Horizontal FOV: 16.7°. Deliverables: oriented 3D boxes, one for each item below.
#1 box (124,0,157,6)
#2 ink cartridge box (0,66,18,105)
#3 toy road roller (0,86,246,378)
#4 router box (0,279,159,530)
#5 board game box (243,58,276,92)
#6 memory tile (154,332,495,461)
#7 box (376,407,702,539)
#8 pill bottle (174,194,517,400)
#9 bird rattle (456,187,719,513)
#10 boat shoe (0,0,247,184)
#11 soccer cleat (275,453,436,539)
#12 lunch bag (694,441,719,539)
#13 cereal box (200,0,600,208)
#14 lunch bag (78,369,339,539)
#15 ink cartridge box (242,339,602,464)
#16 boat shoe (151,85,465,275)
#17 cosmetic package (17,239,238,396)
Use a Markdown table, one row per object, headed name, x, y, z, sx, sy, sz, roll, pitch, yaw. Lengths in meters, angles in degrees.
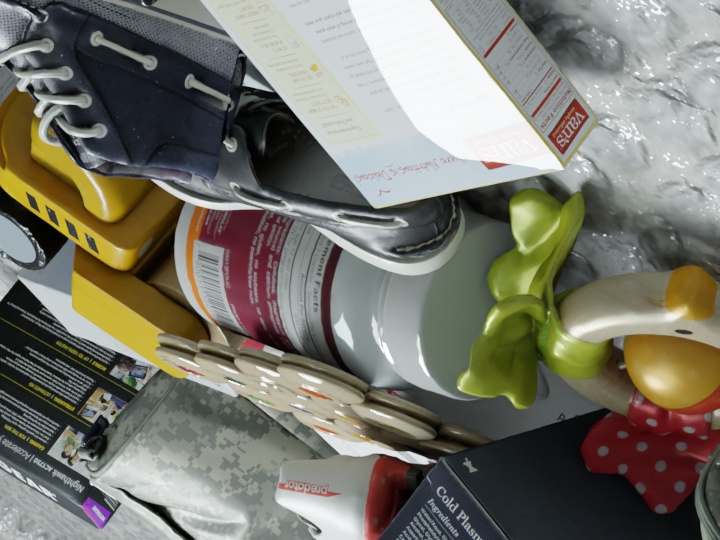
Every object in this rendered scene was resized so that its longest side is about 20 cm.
| name | x | y | z | sx | sy | sz | roll | pitch | yaw |
| --- | --- | --- | --- | --- | --- | --- | --- | --- | --- |
| box | -0.122 | -0.222 | 0.948 | 0.132 | 0.115 | 0.200 | 20 | 145 | 45 |
| ink cartridge box | -0.263 | -0.114 | 1.641 | 0.200 | 0.067 | 0.116 | 29 | 162 | 25 |
| toy road roller | -0.133 | -0.048 | 1.480 | 0.200 | 0.123 | 0.146 | 34 | 152 | 10 |
| router box | -0.255 | 0.109 | 2.079 | 0.200 | 0.149 | 0.051 | 27 | 160 | 30 |
| board game box | -0.062 | -0.143 | 1.237 | 0.200 | 0.026 | 0.200 | 36 | 163 | 3 |
| memory tile | -0.018 | 0.075 | 1.390 | 0.153 | 0.017 | 0.200 | 26 | 169 | -29 |
| box | 0.084 | 0.180 | 1.343 | 0.104 | 0.200 | 0.182 | 49 | 123 | 22 |
| pill bottle | 0.000 | 0.000 | 1.343 | 0.200 | 0.114 | 0.114 | 18 | 155 | 46 |
| bird rattle | 0.147 | 0.052 | 1.230 | 0.163 | 0.113 | 0.200 | -12 | 135 | 46 |
| boat shoe | -0.143 | -0.100 | 1.175 | 0.200 | 0.093 | 0.075 | 13 | 170 | -29 |
| soccer cleat | 0.009 | 0.137 | 1.420 | 0.085 | 0.069 | 0.200 | 9 | 172 | 16 |
| lunch bag | 0.252 | 0.164 | 1.246 | 0.168 | 0.139 | 0.200 | 34 | 165 | 26 |
| cereal box | -0.002 | -0.118 | 1.101 | 0.200 | 0.040 | 0.144 | 49 | 149 | -22 |
| lunch bag | -0.075 | 0.131 | 1.721 | 0.200 | 0.168 | 0.139 | 40 | 163 | -9 |
| ink cartridge box | 0.033 | 0.068 | 1.511 | 0.147 | 0.083 | 0.200 | 46 | 161 | -26 |
| boat shoe | -0.041 | -0.059 | 1.250 | 0.200 | 0.074 | 0.060 | 26 | 161 | 21 |
| cosmetic package | -0.131 | 0.006 | 1.646 | 0.200 | 0.102 | 0.074 | 16 | 153 | 46 |
